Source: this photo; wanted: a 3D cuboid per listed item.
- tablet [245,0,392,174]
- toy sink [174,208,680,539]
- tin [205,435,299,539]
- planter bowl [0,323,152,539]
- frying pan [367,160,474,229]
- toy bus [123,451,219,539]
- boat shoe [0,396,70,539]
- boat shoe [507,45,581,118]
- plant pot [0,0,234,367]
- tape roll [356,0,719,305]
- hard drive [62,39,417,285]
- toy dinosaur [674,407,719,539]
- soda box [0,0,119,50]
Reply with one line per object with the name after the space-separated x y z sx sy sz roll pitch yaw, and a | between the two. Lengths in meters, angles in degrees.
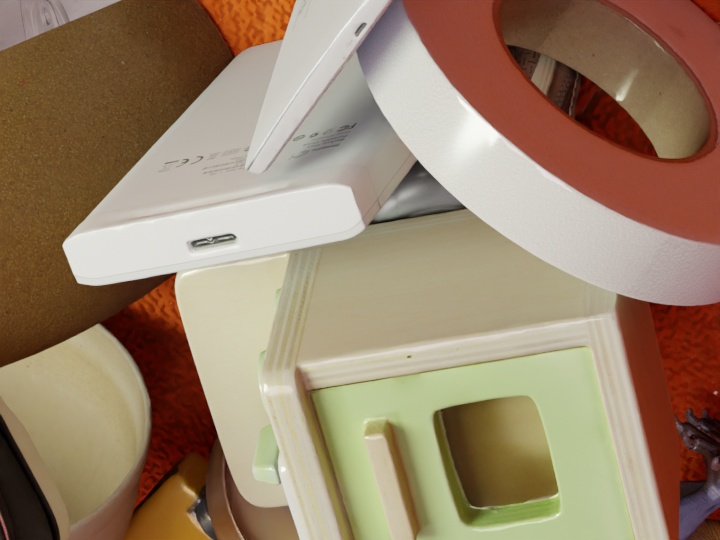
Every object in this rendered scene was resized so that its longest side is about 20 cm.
0.002 -0.134 1.138 0.014 0.200 0.130 31 124 -12 | tablet
0.023 0.061 1.164 0.199 0.112 0.131 -8 120 12 | toy sink
0.014 0.133 1.324 0.200 0.112 0.042 44 148 -5 | tin
-0.201 0.115 1.339 0.199 0.200 0.135 16 130 12 | planter bowl
0.006 -0.014 1.209 0.189 0.031 0.115 19 121 -2 | frying pan
-0.021 0.165 1.371 0.200 0.078 0.065 42 125 -4 | toy bus
-0.194 0.052 1.155 0.073 0.063 0.202 -24 104 32 | boat shoe
0.074 -0.012 1.259 0.074 0.075 0.203 11 122 -10 | boat shoe
-0.171 -0.034 1.255 0.185 0.200 0.187 9 119 17 | plant pot
0.091 -0.070 1.137 0.202 0.203 0.037 36 122 0 | tape roll
-0.027 -0.057 1.187 0.131 0.200 0.027 -11 113 25 | hard drive
0.107 0.148 1.264 0.200 0.105 0.182 34 100 -1 | toy dinosaur
-0.104 -0.154 1.162 0.068 0.200 0.064 19 125 39 | soda box
